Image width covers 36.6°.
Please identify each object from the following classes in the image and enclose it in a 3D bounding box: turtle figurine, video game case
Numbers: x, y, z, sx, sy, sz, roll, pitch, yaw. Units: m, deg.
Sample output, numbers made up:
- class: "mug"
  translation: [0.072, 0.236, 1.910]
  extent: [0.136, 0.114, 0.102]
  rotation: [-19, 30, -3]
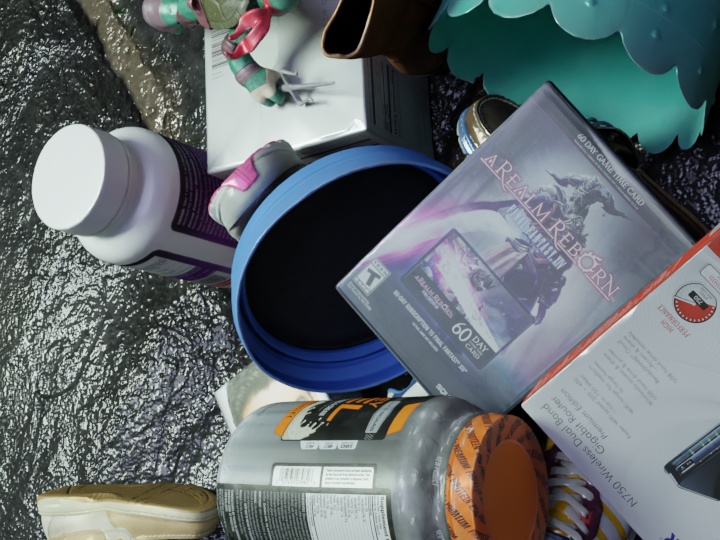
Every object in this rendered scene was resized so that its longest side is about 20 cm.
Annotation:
- class: "turtle figurine"
  translation: [-0.087, -0.212, 0.812]
  extent: [0.199, 0.100, 0.151]
  rotation: [25, 94, 40]
- class: "video game case"
  translation: [0.098, -0.002, 0.715]
  extent: [0.200, 0.019, 0.143]
  rotation: [-44, 84, 20]

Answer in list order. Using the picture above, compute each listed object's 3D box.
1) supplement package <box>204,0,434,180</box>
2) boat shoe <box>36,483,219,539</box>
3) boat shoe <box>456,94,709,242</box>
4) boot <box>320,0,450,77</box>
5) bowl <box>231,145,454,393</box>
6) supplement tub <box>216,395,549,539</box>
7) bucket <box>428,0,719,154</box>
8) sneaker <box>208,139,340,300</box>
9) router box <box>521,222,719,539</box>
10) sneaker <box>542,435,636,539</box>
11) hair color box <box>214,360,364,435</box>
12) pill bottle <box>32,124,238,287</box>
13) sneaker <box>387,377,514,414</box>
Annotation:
- class: "supplement package"
  translation: [-0.036, -0.176, 0.892]
  extent: [0.155, 0.111, 0.202]
  rotation: [-11, 74, 31]
- class: "boat shoe"
  translation: [-0.201, 0.227, 0.956]
  extent: [0.199, 0.073, 0.070]
  rotation: [-6, 90, 34]
- class: "boat shoe"
  translation: [0.155, -0.065, 0.741]
  extent: [0.200, 0.072, 0.073]
  rotation: [39, 141, 14]
- class: "boot"
  translation: [0.033, -0.228, 0.730]
  extent: [0.068, 0.200, 0.190]
  rotation: [23, 102, 19]
- class: "bowl"
  translation: [0.000, 0.000, 0.786]
  extent: [0.201, 0.200, 0.039]
  rotation: [-51, 40, 15]
- class: "supplement tub"
  translation: [0.014, 0.144, 0.710]
  extent: [0.199, 0.122, 0.124]
  rotation: [-7, 77, 36]
- class: "bucket"
  translation: [0.155, -0.180, 0.715]
  extent: [0.206, 0.207, 0.136]
  rotation: [20, 84, 35]
- class: "sneaker"
  translation: [-0.043, -0.027, 0.824]
  extent: [0.081, 0.200, 0.088]
  rotation: [-46, 65, -1]
- class: "router box"
  translation: [0.228, 0.093, 0.641]
  extent: [0.200, 0.049, 0.180]
  rotation: [47, 117, 6]
- class: "sneaker"
  translation: [0.141, 0.164, 0.719]
  extent: [0.074, 0.090, 0.202]
  rotation: [4, 84, 34]
- class: "hair color box"
  translation: [-0.030, 0.156, 0.854]
  extent: [0.099, 0.060, 0.201]
  rotation: [-39, 61, 22]
- class: "pill bottle"
  translation: [-0.168, -0.054, 0.902]
  extent: [0.111, 0.199, 0.113]
  rotation: [-7, 76, 32]
- class: "sneaker"
  translation: [0.091, 0.054, 0.786]
  extent: [0.200, 0.074, 0.082]
  rotation: [-51, 56, 14]
